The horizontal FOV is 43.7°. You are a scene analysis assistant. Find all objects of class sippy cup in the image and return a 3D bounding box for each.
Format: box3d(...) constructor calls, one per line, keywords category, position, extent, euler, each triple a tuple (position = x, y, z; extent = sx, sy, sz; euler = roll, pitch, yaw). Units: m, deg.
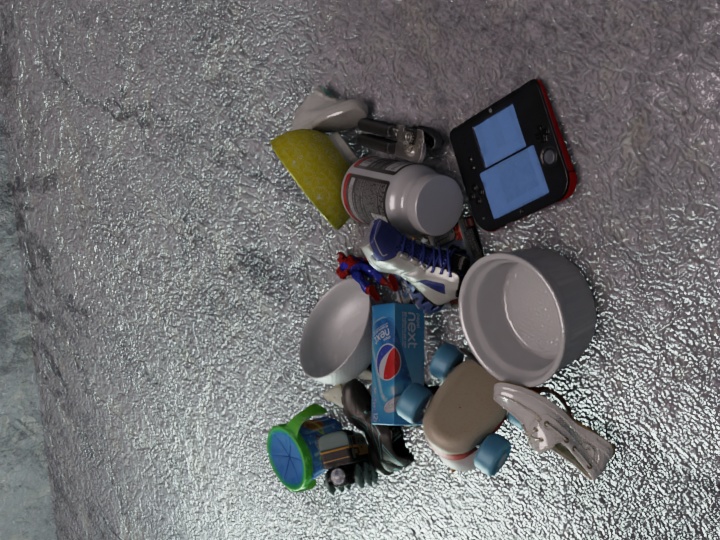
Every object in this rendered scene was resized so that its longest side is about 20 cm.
box3d(category="sippy cup", position=(-0.102, 0.363, 1.838), extent=(0.178, 0.130, 0.140), euler=(-45, 67, 48))

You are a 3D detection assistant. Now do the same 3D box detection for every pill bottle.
box3d(category="pill bottle", position=(0.066, -0.119, 1.459), extent=(0.200, 0.115, 0.116), euler=(20, 118, 54))

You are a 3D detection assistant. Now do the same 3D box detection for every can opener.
box3d(category="can opener", position=(0.066, -0.219, 1.499), extent=(0.200, 0.067, 0.054), euler=(29, 121, 58))

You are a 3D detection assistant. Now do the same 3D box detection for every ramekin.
box3d(category="ramekin", position=(0.249, 0.063, 1.326), extent=(0.200, 0.097, 0.202), euler=(22, 119, 46))

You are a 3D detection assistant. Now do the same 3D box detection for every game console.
box3d(category="game console", position=(0.222, -0.164, 1.335), extent=(0.200, 0.031, 0.178), euler=(-26, 83, 51))

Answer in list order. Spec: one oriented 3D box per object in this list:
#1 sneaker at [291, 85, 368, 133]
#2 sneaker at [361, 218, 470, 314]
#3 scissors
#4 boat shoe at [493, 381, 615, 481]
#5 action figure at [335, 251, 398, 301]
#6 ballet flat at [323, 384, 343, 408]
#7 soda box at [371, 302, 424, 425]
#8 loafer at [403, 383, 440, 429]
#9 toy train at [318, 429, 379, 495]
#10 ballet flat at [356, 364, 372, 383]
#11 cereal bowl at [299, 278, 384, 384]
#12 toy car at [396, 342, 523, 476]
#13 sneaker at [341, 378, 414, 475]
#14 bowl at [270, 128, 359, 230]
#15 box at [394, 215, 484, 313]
box3d(category="sneaker", position=(-0.062, -0.294, 1.617), extent=(0.200, 0.075, 0.089), euler=(-8, 77, 50))
box3d(category="sneaker", position=(0.104, -0.017, 1.391), extent=(0.115, 0.081, 0.199), euler=(-20, 130, 39))
box3d(category="scissors", position=(0.237, 0.169, 1.373), extent=(0.200, 0.073, 0.014), euler=(47, 161, 11))
box3d(category="boat shoe", position=(0.272, 0.235, 1.307), extent=(0.199, 0.069, 0.071), euler=(32, 162, 4))
box3d(category="action figure", position=(0.000, 0.000, 1.617), extent=(0.052, 0.065, 0.200), euler=(62, 166, -24))
box3d(category="ballet flat", position=(-0.050, 0.206, 1.762), extent=(0.068, 0.075, 0.201), euler=(149, 102, -75))
box3d(category="soda box", position=(0.063, 0.157, 1.505), extent=(0.064, 0.068, 0.201), euler=(-11, 76, 53))
box3d(category="loafer", position=(0.100, 0.236, 1.602), extent=(0.073, 0.071, 0.200), euler=(46, 159, -16))
box3d(category="toy train", position=(-0.022, 0.360, 1.712), extent=(0.085, 0.200, 0.115), euler=(-15, 78, 12))
box3d(category="ballet flat", position=(0.040, 0.185, 1.664), extent=(0.200, 0.069, 0.070), euler=(1, 104, 55))
box3d(category="cereal bowl", position=(-0.020, 0.120, 1.651), extent=(0.200, 0.083, 0.201), euler=(-36, 38, 35))
box3d(category="toy car", position=(0.179, 0.254, 1.469), extent=(0.184, 0.177, 0.200), euler=(30, 154, 26))
box3d(category="sneaker", position=(0.035, 0.288, 1.696), extent=(0.079, 0.075, 0.201), euler=(-23, 98, 40))
box3d(category="bowl", position=(-0.059, -0.183, 1.595), extent=(0.108, 0.200, 0.200), euler=(-38, 66, 5))
box3d(category="box", position=(0.126, -0.003, 1.501), extent=(0.200, 0.040, 0.138), euler=(-15, 92, 52))
